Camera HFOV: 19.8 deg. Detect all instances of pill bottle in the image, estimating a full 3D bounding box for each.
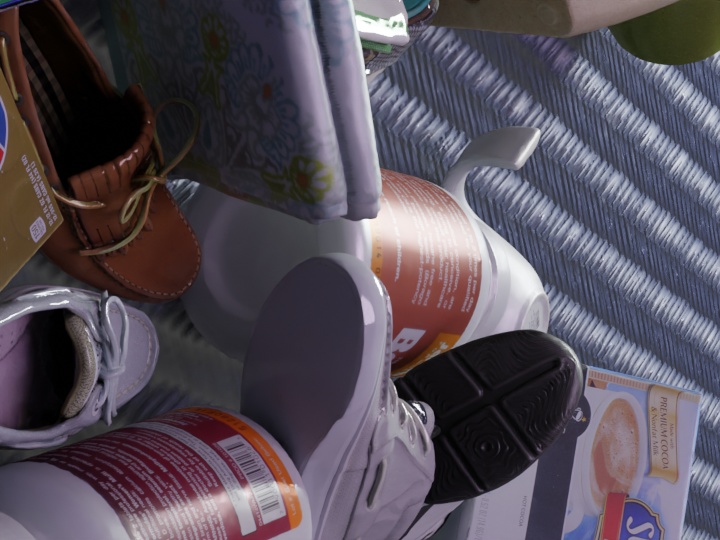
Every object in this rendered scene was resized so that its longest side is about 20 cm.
[{"bbox_3d":[-0.117,0.130,0.903,0.200,0.109,0.110,-14,104,-57],"label":"pill bottle"},{"bbox_3d":[0.000,0.000,1.098,0.200,0.112,0.112,10,84,-60],"label":"pill bottle"}]

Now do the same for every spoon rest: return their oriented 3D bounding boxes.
[{"bbox_3d":[0.083,-0.004,1.315,0.099,0.061,0.200,-52,148,-44],"label":"spoon rest"}]

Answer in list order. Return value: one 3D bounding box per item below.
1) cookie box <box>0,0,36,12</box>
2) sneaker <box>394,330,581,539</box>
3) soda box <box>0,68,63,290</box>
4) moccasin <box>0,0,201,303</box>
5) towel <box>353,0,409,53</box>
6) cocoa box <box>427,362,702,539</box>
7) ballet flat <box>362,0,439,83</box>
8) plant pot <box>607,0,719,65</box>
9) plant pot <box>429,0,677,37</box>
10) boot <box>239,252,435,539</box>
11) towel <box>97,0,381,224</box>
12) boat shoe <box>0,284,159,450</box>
[{"bbox_3d":[-0.149,-0.222,0.783,0.171,0.075,0.200,-109,-178,-61],"label":"cookie box"},{"bbox_3d":[0.042,0.095,1.126,0.076,0.200,0.115,54,17,7],"label":"sneaker"},{"bbox_3d":[-0.190,-0.082,0.808,0.068,0.064,0.200,-55,137,-44],"label":"soda box"},{"bbox_3d":[-0.120,-0.056,0.918,0.074,0.078,0.202,-63,142,-36],"label":"moccasin"},{"bbox_3d":[-0.042,-0.209,1.032,0.152,0.023,0.200,-1,72,-60],"label":"towel"},{"bbox_3d":[0.112,0.163,1.239,0.133,0.131,0.200,130,-27,-73],"label":"cocoa box"},{"bbox_3d":[-0.025,-0.117,1.109,0.200,0.072,0.072,-33,120,-55],"label":"ballet flat"},{"bbox_3d":[0.212,-0.243,1.418,0.200,0.187,0.187,79,29,-50],"label":"plant pot"},{"bbox_3d":[0.100,-0.240,1.198,0.177,0.200,0.200,-43,129,-35],"label":"plant pot"},{"bbox_3d":[-0.004,0.069,0.999,0.095,0.074,0.200,-15,137,-40],"label":"boot"},{"bbox_3d":[-0.062,-0.124,0.927,0.048,0.171,0.200,-24,115,-30],"label":"towel"},{"bbox_3d":[-0.145,0.044,0.894,0.202,0.065,0.075,2,91,-61],"label":"boat shoe"}]
